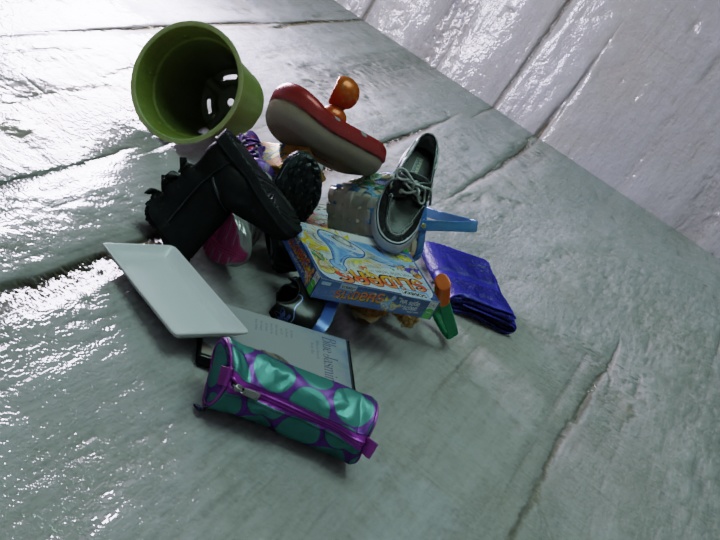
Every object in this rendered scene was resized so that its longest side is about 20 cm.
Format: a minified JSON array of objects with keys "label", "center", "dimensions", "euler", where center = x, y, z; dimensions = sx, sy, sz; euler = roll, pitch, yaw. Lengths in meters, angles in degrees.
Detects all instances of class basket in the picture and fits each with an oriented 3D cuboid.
[{"label":"basket","center":[0.061,-0.083,1.807],"dimensions":[0.200,0.139,0.176],"euler":[3,8,-36]}]

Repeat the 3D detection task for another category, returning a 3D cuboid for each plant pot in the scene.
[{"label":"plant pot","center":[-0.253,-0.297,1.943],"dimensions":[0.200,0.200,0.190],"euler":[38,8,16]}]

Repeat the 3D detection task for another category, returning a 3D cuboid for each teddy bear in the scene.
[{"label":"teddy bear","center":[0.020,0.036,1.733],"dimensions":[0.145,0.067,0.200],"euler":[36,12,-18]}]

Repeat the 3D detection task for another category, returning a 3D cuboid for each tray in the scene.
[{"label":"tray","center":[-0.229,0.027,1.407],"dimensions":[0.107,0.022,0.200],"euler":[0,32,-42]}]

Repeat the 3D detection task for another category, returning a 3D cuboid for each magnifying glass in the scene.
[{"label":"magnifying glass","center":[0.122,0.048,1.719],"dimensions":[0.080,0.022,0.200],"euler":[62,-4,18]}]

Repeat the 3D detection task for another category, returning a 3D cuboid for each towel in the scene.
[{"label":"towel","center":[0.189,0.022,2.008],"dimensions":[0.147,0.050,0.200],"euler":[24,22,-25]}]

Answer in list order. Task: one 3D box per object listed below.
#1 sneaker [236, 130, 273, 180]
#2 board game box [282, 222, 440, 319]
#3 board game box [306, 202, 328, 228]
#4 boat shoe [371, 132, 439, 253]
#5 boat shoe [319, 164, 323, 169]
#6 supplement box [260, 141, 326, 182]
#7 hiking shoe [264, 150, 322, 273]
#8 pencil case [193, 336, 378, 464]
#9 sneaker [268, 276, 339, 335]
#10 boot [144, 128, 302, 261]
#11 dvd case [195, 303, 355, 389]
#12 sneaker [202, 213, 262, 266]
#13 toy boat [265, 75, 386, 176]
[{"label":"sneaker","center":[-0.168,-0.161,1.653],"dimensions":[0.081,0.084,0.200],"euler":[30,0,-25]},{"label":"board game box","center":[0.000,0.000,1.606],"dimensions":[0.200,0.034,0.135],"euler":[12,32,-34]},{"label":"board game box","center":[-0.059,-0.064,1.877],"dimensions":[0.200,0.029,0.135],"euler":[4,33,-51]},{"label":"boat shoe","center":[0.073,-0.117,1.686],"dimensions":[0.074,0.068,0.200],"euler":[28,56,-1]},{"label":"boat shoe","center":[-0.109,-0.145,1.869],"dimensions":[0.064,0.071,0.200],"euler":[1,27,11]},{"label":"supplement box","center":[-0.141,-0.155,1.768],"dimensions":[0.200,0.067,0.069],"euler":[15,-43,51]},{"label":"hiking shoe","center":[-0.108,-0.093,1.644],"dimensions":[0.074,0.200,0.087],"euler":[-4,40,-24]},{"label":"pencil case","center":[-0.079,0.148,1.290],"dimensions":[0.200,0.085,0.092],"euler":[24,6,-20]},{"label":"sneaker","center":[-0.071,0.032,1.583],"dimensions":[0.078,0.070,0.200],"euler":[37,21,-8]},{"label":"boot","center":[-0.187,-0.073,1.529],"dimensions":[0.198,0.162,0.073],"euler":[52,10,22]},{"label":"dvd case","center":[-0.103,0.100,1.418],"dimensions":[0.200,0.018,0.143],"euler":[18,24,-14]},{"label":"sneaker","center":[-0.174,-0.067,1.643],"dimensions":[0.088,0.081,0.200],"euler":[20,25,-26]},{"label":"toy boat","center":[-0.043,-0.233,1.749],"dimensions":[0.200,0.131,0.130],"euler":[25,-7,-36]}]
